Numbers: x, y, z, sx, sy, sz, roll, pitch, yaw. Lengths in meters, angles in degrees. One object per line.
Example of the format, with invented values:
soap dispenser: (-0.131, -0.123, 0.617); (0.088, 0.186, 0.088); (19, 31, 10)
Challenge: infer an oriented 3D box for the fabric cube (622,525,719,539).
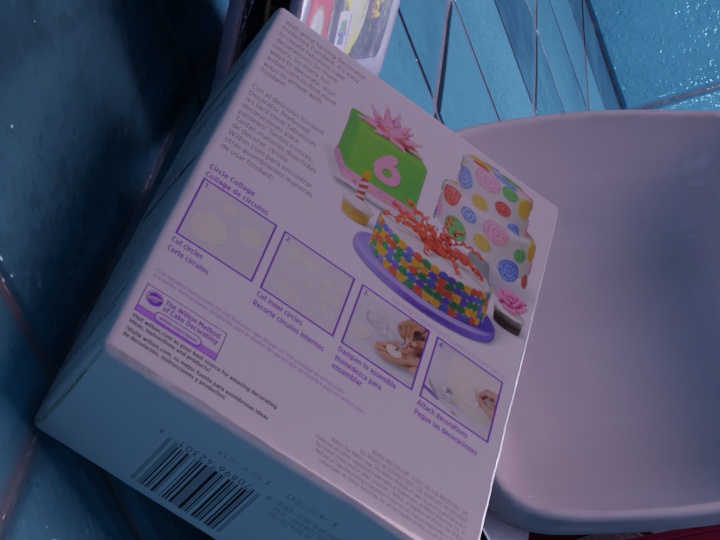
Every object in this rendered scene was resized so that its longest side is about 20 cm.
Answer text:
fabric cube: (0.131, 0.269, 0.755); (0.200, 0.199, 0.197); (-80, 151, -56)

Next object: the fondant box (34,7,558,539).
fondant box: (-0.012, 0.012, 0.586); (0.144, 0.058, 0.201); (34, 43, -12)

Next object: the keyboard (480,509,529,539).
keyboard: (0.030, 0.042, 0.730); (0.201, 0.021, 0.127); (62, 22, -18)

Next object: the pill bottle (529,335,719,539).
pill bottle: (0.116, 0.099, 0.845); (0.110, 0.199, 0.110); (44, 33, -38)

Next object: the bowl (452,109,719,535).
bowl: (0.123, 0.029, 0.728); (0.075, 0.199, 0.201); (109, -26, -58)

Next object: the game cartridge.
game cartridge: (-0.012, -0.144, 0.712); (0.133, 0.041, 0.201); (-36, 141, -69)
